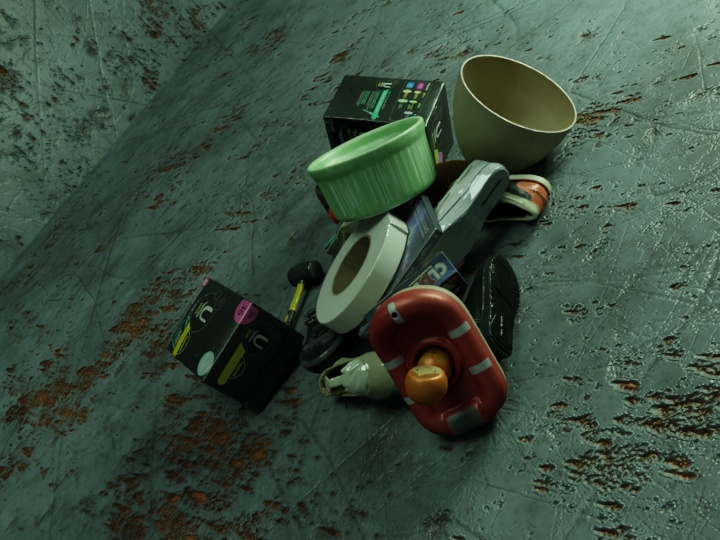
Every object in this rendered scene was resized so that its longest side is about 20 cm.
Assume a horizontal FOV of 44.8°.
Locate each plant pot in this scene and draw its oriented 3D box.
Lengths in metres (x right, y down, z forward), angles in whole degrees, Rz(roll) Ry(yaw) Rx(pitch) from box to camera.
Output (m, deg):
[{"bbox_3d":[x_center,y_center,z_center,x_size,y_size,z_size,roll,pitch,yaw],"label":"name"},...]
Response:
[{"bbox_3d":[0.229,-0.234,1.413,0.201,0.198,0.135,-81,12,-48],"label":"plant pot"}]

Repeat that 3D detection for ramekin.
[{"bbox_3d":[0.024,-0.157,1.379,0.198,0.099,0.200,-23,15,7],"label":"ramekin"}]

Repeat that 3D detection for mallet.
[{"bbox_3d":[-0.114,0.065,1.563,0.065,0.041,0.201,-24,39,35],"label":"mallet"}]

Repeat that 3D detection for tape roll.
[{"bbox_3d":[0.000,0.000,1.342,0.203,0.037,0.204,-52,19,25],"label":"tape roll"}]

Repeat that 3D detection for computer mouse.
[{"bbox_3d":[-0.041,0.106,1.411,0.138,0.053,0.201,-29,21,21],"label":"computer mouse"}]

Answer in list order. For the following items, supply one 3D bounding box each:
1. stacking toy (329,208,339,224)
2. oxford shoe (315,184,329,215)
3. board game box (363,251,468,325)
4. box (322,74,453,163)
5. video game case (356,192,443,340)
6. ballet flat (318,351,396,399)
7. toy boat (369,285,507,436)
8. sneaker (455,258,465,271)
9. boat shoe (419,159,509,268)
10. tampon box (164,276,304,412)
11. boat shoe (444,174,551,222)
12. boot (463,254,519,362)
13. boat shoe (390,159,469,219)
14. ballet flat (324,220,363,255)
[{"bbox_3d":[0.009,-0.115,1.611,0.199,0.085,0.086,-9,43,53],"label":"stacking toy"},{"bbox_3d":[-0.008,-0.170,1.687,0.198,0.085,0.073,-20,34,31],"label":"oxford shoe"},{"bbox_3d":[0.084,0.041,1.231,0.135,0.035,0.200,-40,-13,5],"label":"board game box"},{"bbox_3d":[0.054,-0.256,1.590,0.198,0.149,0.125,9,53,20],"label":"box"},{"bbox_3d":[0.050,-0.009,1.314,0.201,0.019,0.143,-55,19,19],"label":"video game case"},{"bbox_3d":[-0.008,0.155,1.246,0.070,0.069,0.200,-56,13,-22],"label":"ballet flat"},{"bbox_3d":[0.088,0.121,1.071,0.130,0.201,0.131,-29,7,22],"label":"toy boat"},{"bbox_3d":[0.092,-0.051,1.411,0.080,0.086,0.200,-47,29,-11],"label":"sneaker"},{"bbox_3d":[0.145,-0.080,1.315,0.200,0.074,0.067,-49,42,-10],"label":"boat shoe"},{"bbox_3d":[-0.220,0.123,1.495,0.151,0.126,0.199,-59,32,-7],"label":"tampon box"},{"bbox_3d":[0.206,-0.107,1.371,0.199,0.071,0.063,2,54,45],"label":"boat shoe"},{"bbox_3d":[0.136,0.079,1.217,0.162,0.073,0.199,-28,31,34],"label":"boot"},{"bbox_3d":[0.103,-0.135,1.491,0.198,0.071,0.070,-22,9,-11],"label":"boat shoe"},{"bbox_3d":[-0.020,-0.054,1.555,0.068,0.062,0.200,-47,-1,-16],"label":"ballet flat"}]
